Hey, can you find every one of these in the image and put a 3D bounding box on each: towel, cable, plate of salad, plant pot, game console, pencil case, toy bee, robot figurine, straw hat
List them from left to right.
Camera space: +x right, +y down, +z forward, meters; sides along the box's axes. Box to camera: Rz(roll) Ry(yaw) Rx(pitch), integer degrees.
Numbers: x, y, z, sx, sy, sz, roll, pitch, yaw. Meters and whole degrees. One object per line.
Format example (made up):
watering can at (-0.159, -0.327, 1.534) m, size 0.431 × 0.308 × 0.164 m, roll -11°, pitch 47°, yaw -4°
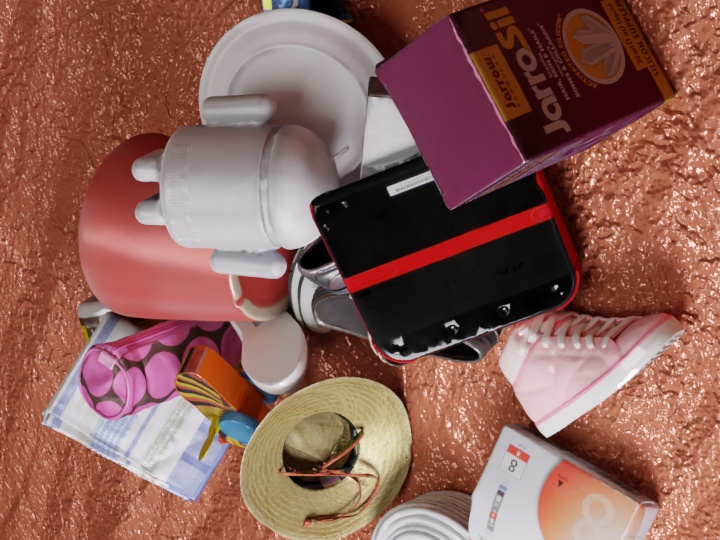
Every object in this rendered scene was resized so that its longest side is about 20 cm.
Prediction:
towel at (-0.234, 0.152, 1.879) m, size 0.200 × 0.147 × 0.024 m, roll 31°, pitch -179°, yaw -11°
pencil case at (-0.202, 0.086, 1.809) m, size 0.091 × 0.200 × 0.094 m, roll 47°, pitch 138°, yaw 21°
plant pot at (-0.158, -0.032, 1.727) m, size 0.177 × 0.200 × 0.201 m, roll 12°, pitch 117°, yaw 33°
toy bee at (-0.134, 0.158, 1.794) m, size 0.109 × 0.131 × 0.200 m, roll -16°, pitch 112°, yaw 46°
robot figurine at (-0.105, -0.076, 1.540) m, size 0.199 × 0.113 × 0.170 m, roll 0°, pitch 107°, yaw 15°
plate of salad at (-0.054, -0.151, 1.580) m, size 0.199 × 0.048 × 0.201 m, roll 6°, pitch 118°, yaw 12°
straw hat at (-0.048, 0.174, 1.729) m, size 0.085 × 0.200 × 0.202 m, roll -130°, pitch 37°, yaw -53°
game console at (0.077, -0.020, 1.469) m, size 0.199 × 0.031 × 0.177 m, roll -21°, pitch 110°, yaw 12°
cable at (0.095, 0.320, 1.705) m, size 0.200 × 0.069 × 0.200 m, roll -33°, pitch 83°, yaw 48°

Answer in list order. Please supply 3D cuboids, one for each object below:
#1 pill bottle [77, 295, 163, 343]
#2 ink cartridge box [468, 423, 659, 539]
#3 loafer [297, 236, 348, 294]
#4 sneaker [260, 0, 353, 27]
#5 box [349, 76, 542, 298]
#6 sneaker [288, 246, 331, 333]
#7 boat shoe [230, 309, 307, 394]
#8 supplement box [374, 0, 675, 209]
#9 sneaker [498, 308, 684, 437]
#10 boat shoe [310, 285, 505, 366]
pill bottle at (-0.245, 0.117, 1.940) m, size 0.109 × 0.109 × 0.201 m, roll -7°, pitch 103°, yaw 48°
ink cartridge box at (0.161, 0.264, 1.557) m, size 0.162 × 0.050 × 0.201 m, roll 28°, pitch 95°, yaw 36°
loafer at (0.023, -0.053, 1.548) m, size 0.200 × 0.063 × 0.072 m, roll -44°, pitch 60°, yaw 19°
sneaker at (-0.043, -0.202, 1.607) m, size 0.078 × 0.066 × 0.201 m, roll 13°, pitch 117°, yaw 39°
box at (0.076, -0.065, 1.485) m, size 0.158 × 0.048 × 0.201 m, roll 5°, pitch 118°, yaw -2°
sneaker at (0.000, 0.000, 1.648) m, size 0.115 × 0.076 × 0.201 m, roll 38°, pitch 130°, yaw 31°
boat shoe at (-0.089, 0.083, 1.742) m, size 0.069 × 0.072 × 0.200 m, roll 54°, pitch 175°, yaw -29°
supplement box at (0.132, -0.149, 1.340) m, size 0.103 × 0.200 × 0.131 m, roll -31°, pitch 86°, yaw 49°
sneaker at (0.189, 0.065, 1.476) m, size 0.105 × 0.075 × 0.200 m, roll 54°, pitch 142°, yaw 6°
boat shoe at (0.038, 0.046, 1.584) m, size 0.199 × 0.073 × 0.075 m, roll 2°, pitch 135°, yaw 27°
